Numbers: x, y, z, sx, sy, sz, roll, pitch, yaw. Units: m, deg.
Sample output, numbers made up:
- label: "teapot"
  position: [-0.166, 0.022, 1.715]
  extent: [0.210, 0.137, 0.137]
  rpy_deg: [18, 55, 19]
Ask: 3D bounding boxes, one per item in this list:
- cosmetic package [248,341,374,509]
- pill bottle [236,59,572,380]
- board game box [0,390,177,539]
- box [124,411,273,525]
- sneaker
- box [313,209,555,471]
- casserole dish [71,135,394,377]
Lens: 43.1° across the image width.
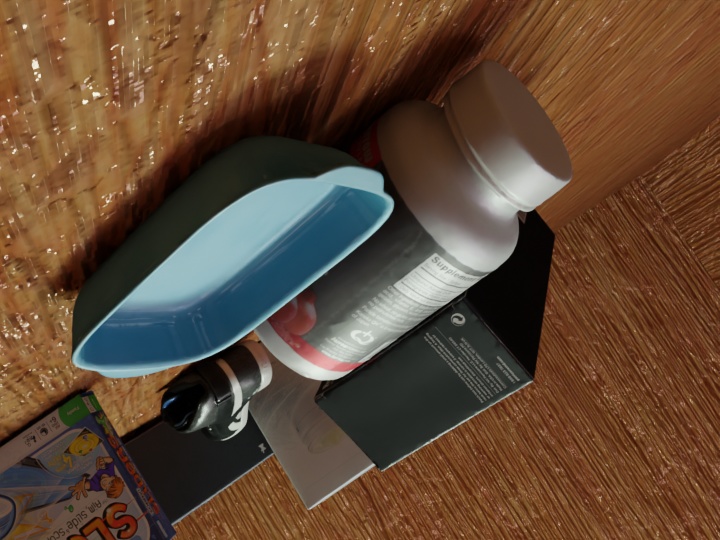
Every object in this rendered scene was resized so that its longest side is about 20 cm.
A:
- label: "cosmetic package"
  position: [-0.033, 0.156, 1.142]
  extent: [0.198, 0.202, 0.123]
  rpy_deg: [-32, 173, -8]
- label: "pill bottle"
  position: [0.024, -0.029, 0.543]
  extent: [0.199, 0.112, 0.110]
  rpy_deg: [-38, 171, 29]
- label: "board game box"
  position: [-0.264, 0.208, 0.722]
  extent: [0.198, 0.137, 0.034]
  rpy_deg: [-34, 177, 1]
- label: "box"
  position: [-0.249, 0.268, 1.226]
  extent: [0.199, 0.124, 0.198]
  rpy_deg: [-30, 173, -36]
- label: "sneaker"
  position: [-0.179, 0.150, 1.017]
  extent: [0.111, 0.074, 0.201]
  rpy_deg: [-24, 160, -35]
- label: "box"
  position: [0.062, 0.030, 0.670]
  extent: [0.140, 0.079, 0.201]
  rpy_deg: [-34, -165, 30]
- label: "casserole dish"
  position: [-0.072, -0.008, 0.472]
  extent: [0.199, 0.039, 0.120]
  rpy_deg: [-37, 158, 29]
